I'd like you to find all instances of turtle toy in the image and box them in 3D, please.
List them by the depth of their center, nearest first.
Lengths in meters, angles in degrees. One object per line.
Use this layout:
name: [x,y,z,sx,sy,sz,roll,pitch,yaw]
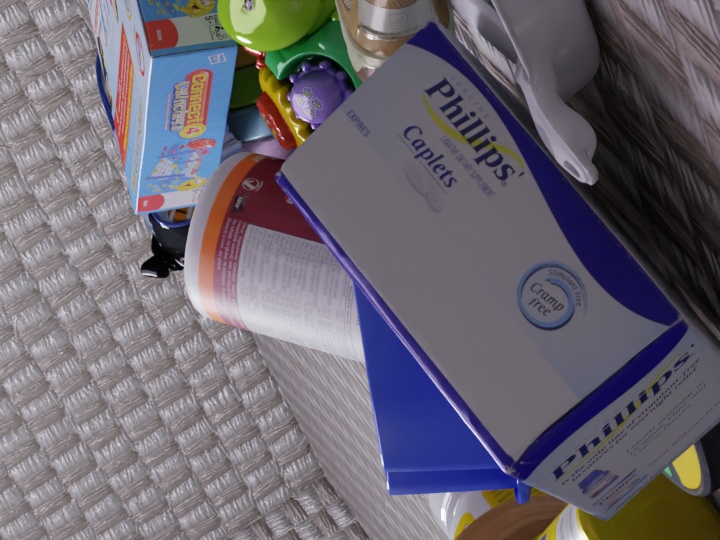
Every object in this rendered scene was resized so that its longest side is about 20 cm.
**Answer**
turtle toy: [-0.020,-0.129,1.597,0.146,0.101,0.200,52,171,45]

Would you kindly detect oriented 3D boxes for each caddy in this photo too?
caddy: [0.052,0.029,1.429,0.141,0.104,0.201,82,179,-75]

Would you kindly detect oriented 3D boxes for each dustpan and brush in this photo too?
dustpan and brush: [0.075,-0.102,1.190,0.200,0.057,0.140,51,170,48]

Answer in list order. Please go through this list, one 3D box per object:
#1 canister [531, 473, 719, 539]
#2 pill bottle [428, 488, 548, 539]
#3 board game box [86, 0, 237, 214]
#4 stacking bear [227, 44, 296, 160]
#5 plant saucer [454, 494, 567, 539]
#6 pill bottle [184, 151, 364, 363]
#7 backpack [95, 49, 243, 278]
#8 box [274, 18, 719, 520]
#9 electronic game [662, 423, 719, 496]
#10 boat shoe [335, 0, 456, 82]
canister: [0.165,0.204,1.618,0.149,0.086,0.200,54,158,12]
pill bottle: [0.133,0.206,1.917,0.200,0.114,0.115,52,171,47]
board game box: [-0.134,-0.171,1.724,0.200,0.056,0.197,105,153,-62]
stacking bear: [-0.054,-0.149,1.755,0.114,0.121,0.201,-34,-72,-56]
plant saucer: [0.140,0.239,1.739,0.201,0.200,0.032,57,146,12]
pill bottle: [0.000,0.000,1.650,0.199,0.110,0.110,15,154,21]
backpack: [-0.103,-0.123,1.928,0.154,0.199,0.191,77,167,-56]
box: [0.076,0.006,1.243,0.184,0.105,0.200,51,-174,20]
electronic game: [0.136,0.034,1.435,0.201,0.041,0.200,57,174,10]
boat shoe: [0.007,-0.175,1.299,0.200,0.071,0.076,-112,7,-49]
